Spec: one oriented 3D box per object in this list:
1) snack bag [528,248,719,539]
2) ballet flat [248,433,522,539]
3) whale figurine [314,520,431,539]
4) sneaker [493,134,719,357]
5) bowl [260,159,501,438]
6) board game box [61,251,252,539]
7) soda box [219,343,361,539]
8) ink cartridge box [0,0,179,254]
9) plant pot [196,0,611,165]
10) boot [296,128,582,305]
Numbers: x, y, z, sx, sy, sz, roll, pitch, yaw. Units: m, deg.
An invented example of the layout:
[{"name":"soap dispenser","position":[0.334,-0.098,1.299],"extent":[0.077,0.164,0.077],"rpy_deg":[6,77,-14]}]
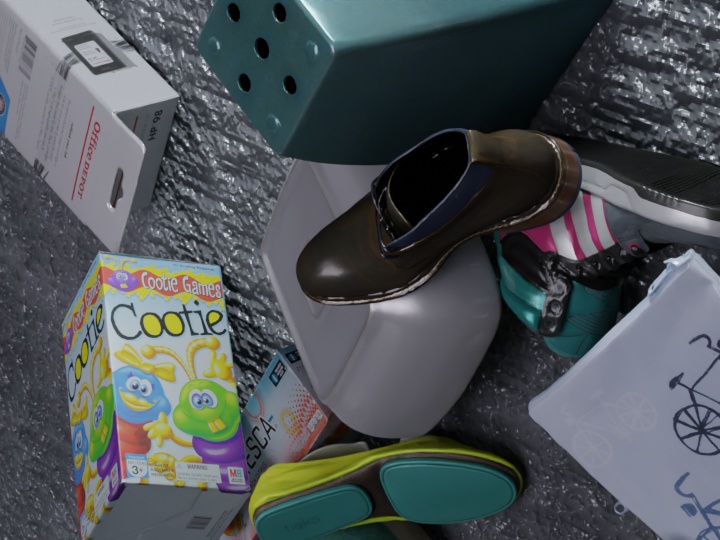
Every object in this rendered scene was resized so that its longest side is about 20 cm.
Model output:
[{"name":"snack bag","position":[0.208,0.101,1.058],"extent":[0.200,0.021,0.189],"rpy_deg":[42,138,2]},{"name":"ballet flat","position":[0.016,0.142,1.279],"extent":[0.198,0.067,0.067],"rpy_deg":[-13,124,16]},{"name":"whale figurine","position":[0.006,0.269,1.337],"extent":[0.158,0.103,0.202],"rpy_deg":[-5,106,48]},{"name":"sneaker","position":[0.147,-0.005,1.075],"extent":[0.199,0.083,0.122],"rpy_deg":[20,116,51]},{"name":"bowl","position":[0.000,0.000,1.206],"extent":[0.201,0.074,0.200],"rpy_deg":[67,154,24]},{"name":"board game box","position":[-0.158,0.101,1.387],"extent":[0.105,0.102,0.201],"rpy_deg":[125,144,-45]},{"name":"soda box","position":[-0.056,0.134,1.381],"extent":[0.069,0.063,0.201],"rpy_deg":[52,136,20]},{"name":"ink cartridge box","position":[-0.212,-0.121,1.445],"extent":[0.200,0.066,0.116],"rpy_deg":[45,134,27]},{"name":"plant pot","position":[0.016,-0.150,1.073],"extent":[0.142,0.199,0.142],"rpy_deg":[52,137,19]},{"name":"boot","position":[0.020,-0.036,1.057],"extent":[0.199,0.097,0.075],"rpy_deg":[-26,68,31]}]
